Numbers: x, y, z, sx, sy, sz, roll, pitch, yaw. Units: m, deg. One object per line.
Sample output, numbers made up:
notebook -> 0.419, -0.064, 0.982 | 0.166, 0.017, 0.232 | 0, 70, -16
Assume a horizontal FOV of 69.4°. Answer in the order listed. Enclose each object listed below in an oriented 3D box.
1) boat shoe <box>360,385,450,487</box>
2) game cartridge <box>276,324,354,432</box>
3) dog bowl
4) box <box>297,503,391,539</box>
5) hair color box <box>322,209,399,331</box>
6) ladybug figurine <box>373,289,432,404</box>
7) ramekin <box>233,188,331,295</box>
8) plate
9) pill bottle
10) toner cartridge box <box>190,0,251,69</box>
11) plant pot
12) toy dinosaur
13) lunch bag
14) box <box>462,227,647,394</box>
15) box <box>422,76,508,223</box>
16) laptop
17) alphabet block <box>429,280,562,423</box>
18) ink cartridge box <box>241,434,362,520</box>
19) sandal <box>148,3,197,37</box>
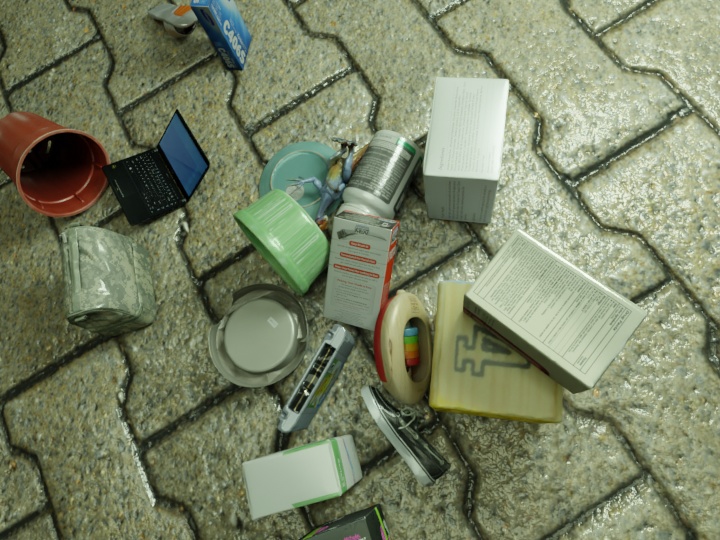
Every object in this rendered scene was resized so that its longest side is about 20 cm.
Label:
boat shoe -> 0.079, 0.275, 0.912 | 0.068, 0.074, 0.200 | -39, 71, 2
game cartridge -> -0.074, 0.196, 0.932 | 0.040, 0.133, 0.201 | 29, 81, 10
dog bowl -> -0.191, 0.128, 1.014 | 0.199, 0.059, 0.201 | -3, 74, 9
box -> -0.002, 0.498, 0.821 | 0.124, 0.149, 0.201 | -21, 72, 5
hair color box -> 0.000, 0.000, 0.962 | 0.110, 0.064, 0.201 | 14, 114, 14
ladybug figurine -> 0.072, 0.136, 0.933 | 0.072, 0.135, 0.201 | -7, 82, 39
ramekin -> -0.140, -0.058, 0.992 | 0.098, 0.200, 0.200 | -41, 71, -11
plate -> -0.126, -0.193, 1.115 | 0.199, 0.026, 0.201 | -3, 73, 9
pill bottle -> 0.034, -0.165, 1.031 | 0.113, 0.113, 0.201 | 25, 79, 16
toner cartridge box -> -0.306, -0.552, 1.163 | 0.043, 0.200, 0.095 | 6, 75, 11
plant pot -> -0.705, -0.252, 1.161 | 0.195, 0.201, 0.201 | 31, 81, 26
toy dinosaur -> -0.043, -0.171, 1.052 | 0.105, 0.199, 0.182 | 28, 114, 45
lunch bag -> -0.521, 0.019, 1.049 | 0.139, 0.168, 0.201 | -16, 71, 5
box -> 0.259, 0.058, 0.726 | 0.200, 0.109, 0.128 | 38, 83, 18
box -> 0.195, -0.217, 0.972 | 0.130, 0.199, 0.201 | 6, 75, 11
laptop -> -0.451, -0.227, 1.139 | 0.199, 0.103, 0.178 | -27, 69, -20
alphabet block -> 0.221, 0.141, 0.866 | 0.195, 0.195, 0.201 | 3, 75, 13
ink cartridge box -> -0.087, 0.333, 0.860 | 0.145, 0.200, 0.088 | -17, 75, 4
sandal -> -0.452, -0.615, 1.289 | 0.079, 0.059, 0.206 | -40, 49, -20
